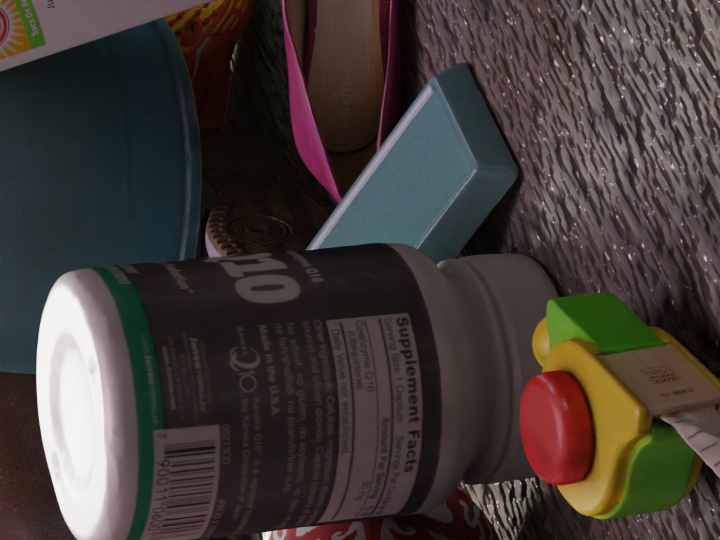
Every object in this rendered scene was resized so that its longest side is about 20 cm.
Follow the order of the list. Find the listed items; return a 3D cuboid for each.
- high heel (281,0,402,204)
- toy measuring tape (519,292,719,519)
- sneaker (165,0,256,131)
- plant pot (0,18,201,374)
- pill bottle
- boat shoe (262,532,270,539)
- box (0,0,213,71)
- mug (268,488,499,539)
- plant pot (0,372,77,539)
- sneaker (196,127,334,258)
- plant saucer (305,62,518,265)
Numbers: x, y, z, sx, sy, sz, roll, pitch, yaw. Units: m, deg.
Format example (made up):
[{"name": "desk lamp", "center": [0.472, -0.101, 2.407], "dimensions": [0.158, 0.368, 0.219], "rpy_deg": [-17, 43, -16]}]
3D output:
[{"name": "high heel", "center": [-0.009, -0.123, 1.197], "dimensions": [0.200, 0.067, 0.096], "rpy_deg": [97, 166, -45]}, {"name": "toy measuring tape", "center": [0.108, 0.072, 0.962], "dimensions": [0.200, 0.073, 0.074], "rpy_deg": [-131, 39, -57]}, {"name": "sneaker", "center": [-0.101, -0.093, 1.477], "dimensions": [0.200, 0.077, 0.073], "rpy_deg": [-55, 41, 38]}, {"name": "plant pot", "center": [-0.205, -0.043, 1.369], "dimensions": [0.200, 0.188, 0.200], "rpy_deg": [-7, 82, 63]}, {"name": "pill bottle", "center": [-0.022, 0.048, 1.106], "dimensions": [0.113, 0.200, 0.113], "rpy_deg": [175, 90, -68]}, {"name": "boat shoe", "center": [-0.035, 0.085, 1.347], "dimensions": [0.200, 0.067, 0.074], "rpy_deg": [105, 151, -45]}, {"name": "box", "center": [-0.132, -0.181, 1.304], "dimensions": [0.113, 0.200, 0.101], "rpy_deg": [-125, 19, -52]}, {"name": "mug", "center": [0.001, 0.191, 1.117], "dimensions": [0.200, 0.133, 0.178], "rpy_deg": [-90, 21, -65]}, {"name": "plant pot", "center": [-0.169, 0.153, 1.611], "dimensions": [0.200, 0.187, 0.187], "rpy_deg": [65, 157, 8]}, {"name": "sneaker", "center": [-0.056, 0.010, 1.373], "dimensions": [0.200, 0.070, 0.109], "rpy_deg": [-123, 37, -62]}, {"name": "plant saucer", "center": [0.000, 0.000, 1.202], "dimensions": [0.200, 0.019, 0.070], "rpy_deg": [-54, 44, 35]}]
